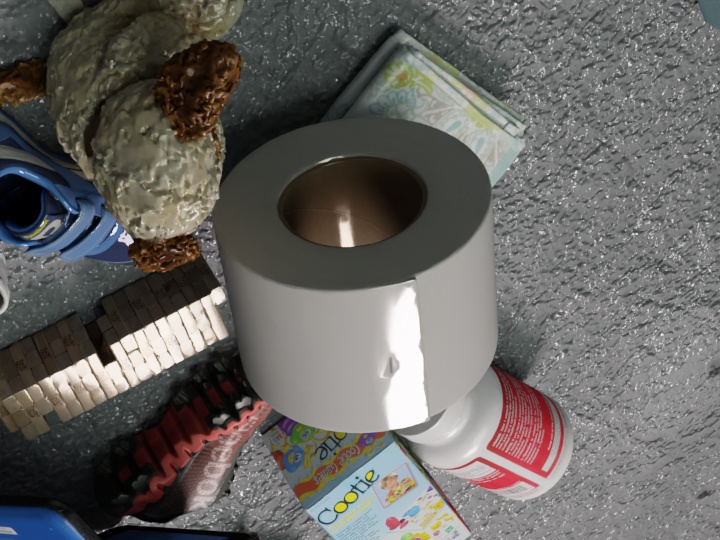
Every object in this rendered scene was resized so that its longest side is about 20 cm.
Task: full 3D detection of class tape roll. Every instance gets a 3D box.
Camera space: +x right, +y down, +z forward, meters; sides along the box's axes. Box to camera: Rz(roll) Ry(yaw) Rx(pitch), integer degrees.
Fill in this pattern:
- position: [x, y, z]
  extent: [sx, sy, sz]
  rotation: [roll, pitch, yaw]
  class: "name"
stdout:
- position: [0.000, 0.000, 0.992]
  extent: [0.202, 0.203, 0.140]
  rotation: [-22, 133, -17]
  class: "tape roll"

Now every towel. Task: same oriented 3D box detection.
- position: [0.027, -0.083, 1.116]
  extent: [0.171, 0.048, 0.200]
  rotation: [29, 106, -41]
  class: "towel"

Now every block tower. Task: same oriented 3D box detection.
- position: [-0.200, 0.061, 1.074]
  extent: [0.199, 0.054, 0.058]
  rotation: [-29, 136, -10]
  class: "block tower"

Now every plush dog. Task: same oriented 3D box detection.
- position: [-0.145, -0.096, 0.896]
  extent: [0.159, 0.172, 0.201]
  rotation: [-8, 129, -28]
  class: "plush dog"

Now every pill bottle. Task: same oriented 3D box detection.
- position: [0.112, 0.147, 1.311]
  extent: [0.112, 0.112, 0.200]
  rotation: [-49, 136, 11]
  class: "pill bottle"

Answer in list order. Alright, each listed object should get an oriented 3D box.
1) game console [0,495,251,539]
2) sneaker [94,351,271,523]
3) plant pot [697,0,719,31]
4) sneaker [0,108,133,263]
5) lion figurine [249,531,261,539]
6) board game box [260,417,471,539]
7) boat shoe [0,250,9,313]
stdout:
- position: [-0.223, 0.207, 1.108]
  extent: [0.171, 0.199, 0.119]
  rotation: [54, 50, -26]
  class: "game console"
- position: [-0.135, 0.150, 1.179]
  extent: [0.200, 0.071, 0.098]
  rotation: [-41, 136, 5]
  class: "sneaker"
- position: [0.361, -0.300, 1.067]
  extent: [0.196, 0.196, 0.200]
  rotation: [-41, 127, 2]
  class: "plant pot"
- position: [-0.217, -0.042, 0.955]
  extent: [0.074, 0.082, 0.199]
  rotation: [-46, 137, 17]
  class: "sneaker"
- position: [-0.136, 0.329, 1.337]
  extent: [0.199, 0.073, 0.123]
  rotation: [-15, 141, -5]
  class: "lion figurine"
- position: [0.008, 0.208, 1.297]
  extent: [0.105, 0.103, 0.200]
  rotation: [-37, 137, -1]
  class: "board game box"
- position: [-0.321, -0.023, 0.916]
  extent: [0.072, 0.066, 0.200]
  rotation: [-43, 137, 5]
  class: "boat shoe"
